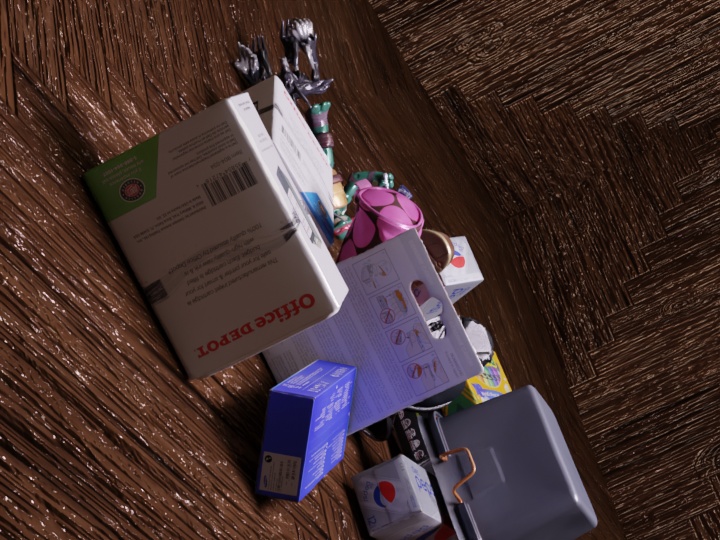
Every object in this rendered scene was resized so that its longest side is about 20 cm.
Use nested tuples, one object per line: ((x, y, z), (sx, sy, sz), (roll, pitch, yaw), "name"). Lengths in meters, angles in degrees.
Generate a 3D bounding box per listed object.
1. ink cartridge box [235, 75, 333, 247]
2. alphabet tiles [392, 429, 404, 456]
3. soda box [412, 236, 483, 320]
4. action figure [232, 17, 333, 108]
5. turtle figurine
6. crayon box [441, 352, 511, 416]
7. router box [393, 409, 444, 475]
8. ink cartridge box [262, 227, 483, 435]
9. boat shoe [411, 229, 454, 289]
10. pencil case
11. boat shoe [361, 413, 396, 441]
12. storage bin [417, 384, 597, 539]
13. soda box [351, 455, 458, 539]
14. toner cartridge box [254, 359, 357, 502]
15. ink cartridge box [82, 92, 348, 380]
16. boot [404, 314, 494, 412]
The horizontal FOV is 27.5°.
((-0.099, -0.116, 1.705), (0.146, 0.084, 0.200), (59, 12, -25), "ink cartridge box")
((0.096, 0.295, 1.844), (0.196, 0.015, 0.200), (62, 9, 29), "alphabet tiles")
((0.060, 0.033, 1.816), (0.068, 0.200, 0.064), (-8, 68, -40), "soda box")
((-0.109, -0.276, 1.963), (0.200, 0.119, 0.102), (-115, -176, -63), "action figure")
((-0.045, -0.114, 1.934), (0.150, 0.101, 0.200), (-24, 85, -38), "turtle figurine")
((0.144, 0.159, 1.830), (0.126, 0.052, 0.200), (21, 41, -55), "crayon box")
((0.110, 0.236, 1.869), (0.200, 0.062, 0.150), (51, 11, -41), "router box")
((0.004, 0.067, 1.467), (0.163, 0.200, 0.050), (64, 13, 0), "ink cartridge box")
((0.031, -0.004, 1.737), (0.068, 0.200, 0.072), (-19, 86, -55), "boat shoe")
((0.000, 0.000, 1.664), (0.094, 0.200, 0.091), (35, 30, 20), "pencil case")
((-0.012, 0.110, 1.639), (0.065, 0.072, 0.200), (-101, 165, -56), "boat shoe")
((0.162, 0.223, 1.607), (0.146, 0.134, 0.200), (49, 17, -51), "storage bin")
((0.061, 0.263, 1.605), (0.200, 0.063, 0.068), (43, 24, -61), "soda box")
((-0.047, 0.143, 1.357), (0.200, 0.043, 0.095), (-19, 120, -79), "toner cartridge box")
((-0.120, -0.029, 1.257), (0.200, 0.145, 0.084), (63, 10, -6), "ink cartridge box")
((0.084, 0.101, 1.571), (0.200, 0.168, 0.077), (9, 72, -41), "boot")
